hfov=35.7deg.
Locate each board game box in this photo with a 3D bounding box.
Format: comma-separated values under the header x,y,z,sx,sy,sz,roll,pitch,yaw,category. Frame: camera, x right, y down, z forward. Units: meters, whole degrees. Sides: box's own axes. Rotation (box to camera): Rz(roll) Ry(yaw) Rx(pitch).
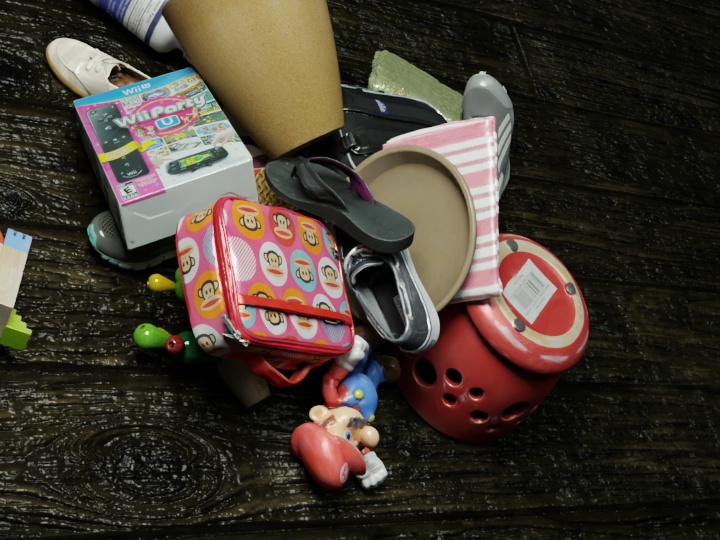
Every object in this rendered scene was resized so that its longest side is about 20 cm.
x,y,z,sx,sy,sz,roll,pitch,yaw,category
-0.211,-0.126,1.198,0.145,0.065,0.201,-19,44,-16,board game box

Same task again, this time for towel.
x,y,z,sx,sy,sz,roll,pitch,yaw,category
0.091,-0.061,1.238,0.030,0.144,0.204,13,73,-53,towel
0.077,-0.243,1.545,0.147,0.037,0.201,28,22,-8,towel

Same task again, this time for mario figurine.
x,y,z,sx,sy,sz,roll,pitch,yaw,category
0.004,0.150,1.199,0.123,0.106,0.201,35,43,-10,mario figurine

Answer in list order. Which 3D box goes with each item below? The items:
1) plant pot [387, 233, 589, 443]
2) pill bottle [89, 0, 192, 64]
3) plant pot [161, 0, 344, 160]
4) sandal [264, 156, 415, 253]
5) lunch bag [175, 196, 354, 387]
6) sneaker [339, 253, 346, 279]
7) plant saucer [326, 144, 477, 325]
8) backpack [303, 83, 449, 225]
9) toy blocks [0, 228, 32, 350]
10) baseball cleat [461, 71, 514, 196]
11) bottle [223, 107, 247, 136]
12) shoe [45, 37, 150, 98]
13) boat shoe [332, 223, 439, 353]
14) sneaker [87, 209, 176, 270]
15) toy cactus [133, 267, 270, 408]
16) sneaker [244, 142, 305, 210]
x,y,z,sx,sy,sz,roll,pitch,yaw,category
0.157,0.075,1.309,0.198,0.183,0.203,19,51,-24,plant pot
-0.248,-0.341,1.375,0.199,0.120,0.120,36,45,-7,pill bottle
-0.098,-0.236,1.259,0.185,0.185,0.203,-30,96,-44,plant pot
-0.020,-0.085,1.192,0.199,0.049,0.075,30,40,30,sandal
-0.092,0.028,1.124,0.199,0.081,0.179,13,61,-54,lunch bag
0.000,0.000,1.331,0.196,0.088,0.082,-11,80,-15,sneaker
0.046,-0.036,1.231,0.029,0.199,0.203,13,48,-55,plant saucer
0.032,-0.134,1.392,0.197,0.151,0.180,-1,52,-29,backpack
-0.397,-0.020,1.065,0.197,0.100,0.138,21,37,-20,toy blocks
0.169,-0.159,1.493,0.068,0.202,0.107,3,47,19,baseball cleat
-0.107,-0.239,1.424,0.065,0.083,0.201,46,45,-9,bottle
-0.274,-0.218,1.312,0.198,0.053,0.071,32,45,-11,shoe
0.013,-0.001,1.188,0.067,0.071,0.202,17,41,-53,boat shoe
-0.199,-0.057,1.218,0.197,0.091,0.079,-7,61,-38,sneaker
-0.140,0.061,1.184,0.199,0.102,0.167,-24,84,-53,toy cactus
-0.150,-0.114,1.320,0.196,0.076,0.090,9,19,-14,sneaker
